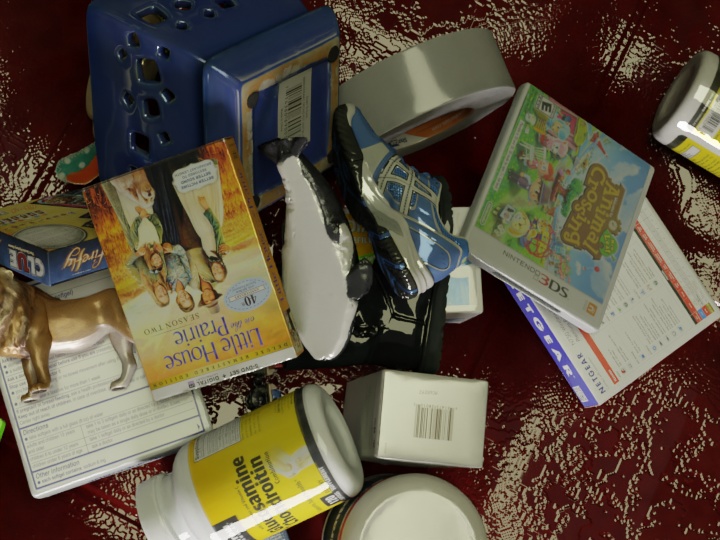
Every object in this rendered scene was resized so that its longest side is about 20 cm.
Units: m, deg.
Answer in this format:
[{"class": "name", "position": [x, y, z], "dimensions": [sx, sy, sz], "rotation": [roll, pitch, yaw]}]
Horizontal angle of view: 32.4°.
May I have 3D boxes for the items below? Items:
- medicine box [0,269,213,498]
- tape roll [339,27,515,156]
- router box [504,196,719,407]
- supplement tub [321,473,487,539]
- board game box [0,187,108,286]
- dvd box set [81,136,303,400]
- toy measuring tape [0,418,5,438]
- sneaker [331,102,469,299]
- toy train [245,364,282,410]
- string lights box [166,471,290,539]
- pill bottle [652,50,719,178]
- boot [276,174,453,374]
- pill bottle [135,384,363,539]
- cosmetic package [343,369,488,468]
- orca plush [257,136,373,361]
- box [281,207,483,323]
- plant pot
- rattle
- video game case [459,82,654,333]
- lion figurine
[{"class": "medicine box", "position": [-0.260, 0.099, 1.224], "dimensions": [0.180, 0.103, 0.203], "rotation": [-17, 84, -12]}, {"class": "tape roll", "position": [0.057, -0.173, 1.272], "dimensions": [0.198, 0.200, 0.067], "rotation": [-22, 85, -12]}, {"class": "router box", "position": [0.267, 0.016, 1.354], "dimensions": [0.178, 0.049, 0.201], "rotation": [-32, 87, -13]}, {"class": "supplement tub", "position": [0.036, 0.268, 1.197], "dimensions": [0.138, 0.200, 0.143], "rotation": [2, 80, -9]}, {"class": "board game box", "position": [-0.257, -0.042, 1.191], "dimensions": [0.199, 0.134, 0.035], "rotation": [-20, 120, -45]}, {"class": "dvd box set", "position": [-0.149, 0.000, 1.096], "dimensions": [0.144, 0.029, 0.203], "rotation": [-16, 95, 13]}, {"class": "toy measuring tape", "position": [-0.403, 0.214, 1.200], "dimensions": [0.073, 0.074, 0.203], "rotation": [17, 78, -6]}, {"class": "sneaker", "position": [0.031, -0.071, 1.152], "dimensions": [0.076, 0.076, 0.202], "rotation": [-22, 72, -13]}, {"class": "toy train", "position": [-0.100, 0.085, 1.291], "dimensions": [0.045, 0.034, 0.203], "rotation": [-2, 80, -22]}, {"class": "string lights box", "position": [-0.120, 0.283, 1.240], "dimensions": [0.102, 0.059, 0.202], "rotation": [-19, 84, -11]}, {"class": "pill bottle", "position": [0.435, -0.148, 1.377], "dimensions": [0.198, 0.112, 0.113], "rotation": [30, 77, -4]}, {"class": "boot", "position": [0.000, 0.000, 1.192], "dimensions": [0.166, 0.076, 0.203], "rotation": [6, 88, -13]}, {"class": "pill bottle", "position": [-0.105, 0.195, 1.156], "dimensions": [0.198, 0.112, 0.113], "rotation": [-26, 85, 8]}, {"class": "cosmetic package", "position": [0.048, 0.150, 1.218], "dimensions": [0.106, 0.200, 0.086], "rotation": [7, 81, -11]}, {"class": "orca plush", "position": [-0.044, -0.024, 1.123], "dimensions": [0.104, 0.071, 0.202], "rotation": [-23, 97, 17]}, {"class": "box", "position": [0.018, -0.003, 1.288], "dimensions": [0.197, 0.101, 0.114], "rotation": [-2, 82, -10]}, {"class": "plant pot", "position": [-0.128, -0.168, 1.185], "dimensions": [0.179, 0.202, 0.199], "rotation": [27, 41, 30]}, {"class": "rattle", "position": [-0.222, -0.160, 1.287], "dimensions": [0.129, 0.142, 0.203], "rotation": [-6, 69, 34]}, {"class": "video game case", "position": [0.207, -0.065, 1.292], "dimensions": [0.181, 0.022, 0.202], "rotation": [30, 71, -18]}, {"class": "lion figurine", "position": [-0.265, 0.051, 1.152], "dimensions": [0.197, 0.072, 0.124], "rotation": [-4, 73, -24]}]
